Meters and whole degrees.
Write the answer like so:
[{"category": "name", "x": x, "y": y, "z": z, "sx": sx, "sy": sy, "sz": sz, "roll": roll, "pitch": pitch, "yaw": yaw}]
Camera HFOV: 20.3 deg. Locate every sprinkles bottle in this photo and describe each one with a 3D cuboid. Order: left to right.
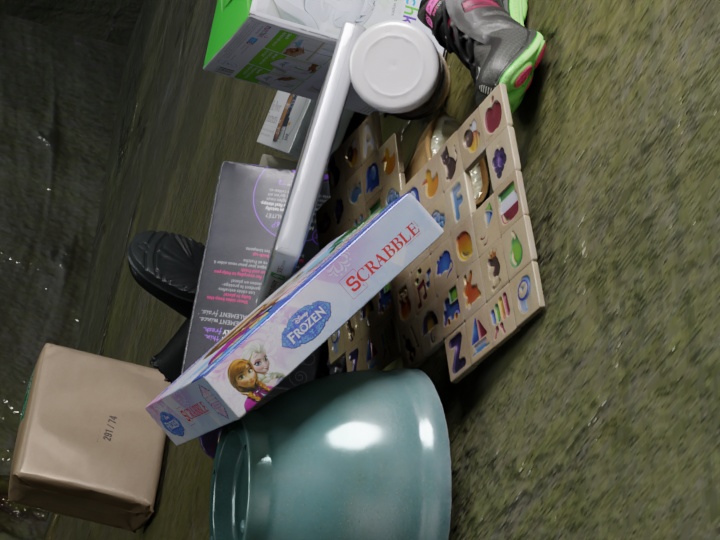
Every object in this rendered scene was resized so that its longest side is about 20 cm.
[{"category": "sprinkles bottle", "x": 0.033, "y": -0.155, "z": 1.573, "sx": 0.200, "sy": 0.068, "sz": 0.068, "roll": -26, "pitch": -49, "yaw": -84}]

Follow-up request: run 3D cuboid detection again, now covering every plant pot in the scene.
[{"category": "plant pot", "x": -0.031, "y": 0.163, "z": 1.418, "sx": 0.200, "sy": 0.134, "sz": 0.201, "roll": -174, "pitch": 90, "yaw": -73}]

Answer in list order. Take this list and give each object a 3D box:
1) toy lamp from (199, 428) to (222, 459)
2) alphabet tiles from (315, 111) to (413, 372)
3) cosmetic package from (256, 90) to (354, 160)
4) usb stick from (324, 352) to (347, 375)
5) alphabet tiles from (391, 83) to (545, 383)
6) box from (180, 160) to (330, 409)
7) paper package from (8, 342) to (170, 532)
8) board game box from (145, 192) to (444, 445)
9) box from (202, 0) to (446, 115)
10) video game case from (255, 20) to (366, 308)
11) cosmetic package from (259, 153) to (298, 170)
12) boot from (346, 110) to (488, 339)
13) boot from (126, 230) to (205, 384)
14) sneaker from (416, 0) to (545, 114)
[{"category": "toy lamp", "x": -0.112, "y": 0.173, "z": 1.779, "sx": 0.200, "sy": 0.058, "sz": 0.058, "roll": -110, "pitch": 36, "yaw": -63}, {"category": "alphabet tiles", "x": 0.003, "y": -0.015, "z": 1.571, "sx": 0.166, "sy": 0.006, "sz": 0.200, "roll": 137, "pitch": 131, "yaw": -59}, {"category": "cosmetic package", "x": -0.042, "y": -0.185, "z": 2.039, "sx": 0.151, "sy": 0.052, "sz": 0.200, "roll": -66, "pitch": 14, "yaw": 1}, {"category": "usb stick", "x": 0.000, "y": 0.000, "z": 1.743, "sx": 0.055, "sy": 0.033, "sz": 0.200, "roll": 138, "pitch": 143, "yaw": -70}, {"category": "alphabet tiles", "x": 0.068, "y": -0.010, "z": 1.407, "sx": 0.200, "sy": 0.008, "sz": 0.167, "roll": 133, "pitch": 134, "yaw": -55}, {"category": "box", "x": -0.076, "y": 0.018, "z": 1.784, "sx": 0.106, "sy": 0.122, "sz": 0.200, "roll": 73, "pitch": -154, "yaw": -72}, {"category": "paper package", "x": -0.354, "y": 0.220, "z": 2.633, "sx": 0.103, "sy": 0.190, "sz": 0.200, "roll": 125, "pitch": 157, "yaw": -56}, {"category": "board game box", "x": -0.052, "y": 0.038, "z": 1.439, "sx": 0.200, "sy": 0.041, "sz": 0.200, "roll": -42, "pitch": 4, "yaw": -20}, {"category": "box", "x": -0.029, "y": -0.216, "z": 1.775, "sx": 0.200, "sy": 0.176, "sz": 0.097, "roll": 152, "pitch": 130, "yaw": -73}, {"category": "video game case", "x": -0.041, "y": -0.077, "z": 1.618, "sx": 0.182, "sy": 0.022, "sz": 0.200, "roll": 116, "pitch": 170, "yaw": -72}, {"category": "cosmetic package", "x": -0.068, "y": -0.034, "z": 1.973, "sx": 0.200, "sy": 0.071, "sz": 0.105, "roll": -112, "pitch": 39, "yaw": -68}, {"category": "boot", "x": 0.038, "y": -0.050, "z": 1.587, "sx": 0.200, "sy": 0.066, "sz": 0.175, "roll": 116, "pitch": 150, "yaw": -44}, {"category": "boot", "x": -0.169, "y": 0.054, "z": 2.054, "sx": 0.163, "sy": 0.198, "sz": 0.073, "roll": -54, "pitch": 22, "yaw": 42}, {"category": "sneaker", "x": 0.082, "y": -0.171, "z": 1.466, "sx": 0.200, "sy": 0.084, "sz": 0.077, "roll": -99, "pitch": 28, "yaw": -59}]
